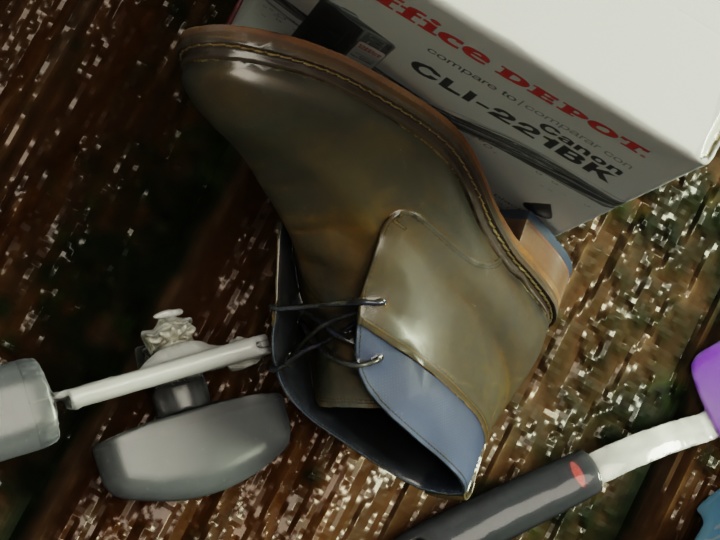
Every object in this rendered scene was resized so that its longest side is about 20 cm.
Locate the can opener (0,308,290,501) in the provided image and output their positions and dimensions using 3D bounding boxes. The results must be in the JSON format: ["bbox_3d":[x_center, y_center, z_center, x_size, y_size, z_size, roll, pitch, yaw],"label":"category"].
[{"bbox_3d":[-0.120,0.060,0.837,0.200,0.053,0.066,-12,86,-14],"label":"can opener"}]

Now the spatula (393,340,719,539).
[{"bbox_3d":[0.100,0.069,0.902,0.200,0.021,0.057,-22,72,-13],"label":"spatula"}]

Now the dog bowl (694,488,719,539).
[{"bbox_3d":[0.135,0.153,0.887,0.200,0.050,0.111,-35,91,-15],"label":"dog bowl"}]

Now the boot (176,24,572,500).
[{"bbox_3d":[0.000,0.000,0.820,0.200,0.075,0.097,37,62,-41],"label":"boot"}]

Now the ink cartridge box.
[{"bbox_3d":[0.043,-0.088,0.820,0.144,0.200,0.084,30,76,-7],"label":"ink cartridge box"}]
